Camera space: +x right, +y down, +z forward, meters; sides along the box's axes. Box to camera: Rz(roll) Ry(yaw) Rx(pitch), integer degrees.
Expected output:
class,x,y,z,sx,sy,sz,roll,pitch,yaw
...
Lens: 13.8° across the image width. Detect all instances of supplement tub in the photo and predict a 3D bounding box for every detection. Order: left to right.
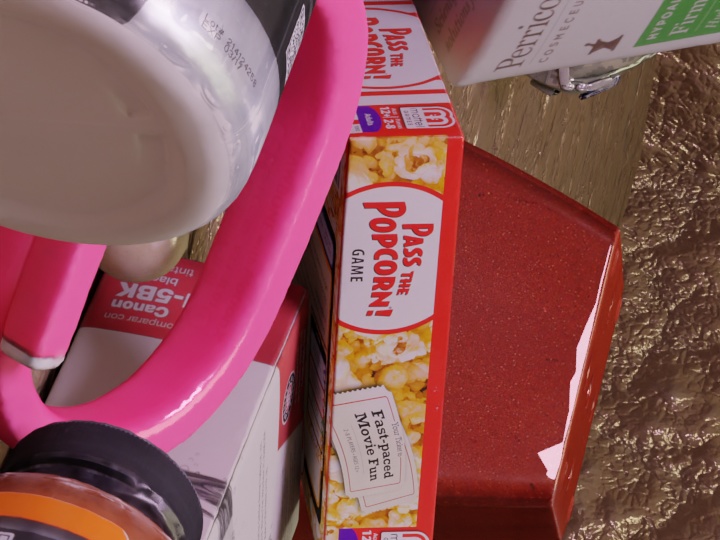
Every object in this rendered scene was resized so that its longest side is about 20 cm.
class,x,y,z,sx,sy,sz,roll,pitch,yaw
supplement tub,-0.110,0.136,0.921,0.200,0.107,0.107,-66,166,-48
supplement tub,-0.060,-0.117,0.809,0.123,0.122,0.200,90,16,-56

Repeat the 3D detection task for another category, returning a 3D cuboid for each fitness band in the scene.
class,x,y,z,sx,sy,sz,roll,pitch,yaw
fitness band,-0.062,-0.022,1.007,0.144,0.037,0.200,3,114,-58

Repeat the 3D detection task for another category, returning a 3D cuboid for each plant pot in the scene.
class,x,y,z,sx,sy,sz,roll,pitch,yaw
plant pot,0.027,0.039,1.429,0.200,0.176,0.200,66,38,-76

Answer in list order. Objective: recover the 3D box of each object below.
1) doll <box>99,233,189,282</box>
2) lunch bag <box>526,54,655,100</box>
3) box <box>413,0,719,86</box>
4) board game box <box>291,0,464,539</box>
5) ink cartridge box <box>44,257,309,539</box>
class,x,y,z,sx,sy,sz,roll,pitch,yaw
doll,-0.048,-0.080,1.125,0.136,0.048,0.200,-28,-146,62
lunch bag,0.174,-0.242,2.134,0.168,0.139,0.200,-49,155,-38
box,0.101,-0.215,1.177,0.199,0.171,0.200,117,-43,-56
board game box,0.000,0.000,1.185,0.152,0.046,0.200,-105,-164,-58
ink cartridge box,-0.086,0.114,1.119,0.147,0.083,0.200,94,12,-45
